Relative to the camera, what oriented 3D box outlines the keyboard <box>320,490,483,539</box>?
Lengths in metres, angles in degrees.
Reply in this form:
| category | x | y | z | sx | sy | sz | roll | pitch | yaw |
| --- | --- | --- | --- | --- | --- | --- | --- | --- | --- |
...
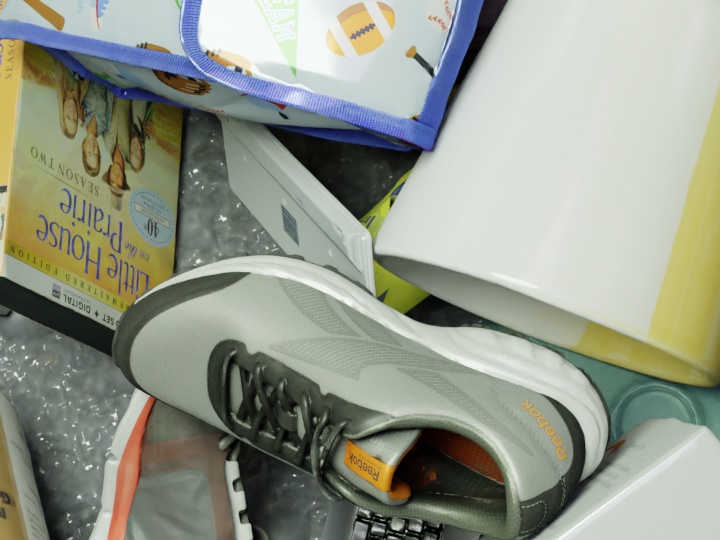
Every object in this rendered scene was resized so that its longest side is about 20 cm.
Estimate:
| category | x | y | z | sx | sy | sz | roll | pitch | yaw |
| --- | --- | --- | --- | --- | --- | --- | --- | --- | --- |
| keyboard | 0.028 | 0.183 | 0.711 | 0.127 | 0.021 | 0.200 | 13 | 87 | 16 |

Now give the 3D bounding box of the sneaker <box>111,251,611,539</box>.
| category | x | y | z | sx | sy | sz | roll | pitch | yaw |
| --- | --- | --- | --- | --- | --- | --- | --- | --- | --- |
| sneaker | -0.009 | 0.049 | 0.630 | 0.200 | 0.074 | 0.079 | 14 | 32 | 19 |

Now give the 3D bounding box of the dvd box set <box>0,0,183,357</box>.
| category | x | y | z | sx | sy | sz | roll | pitch | yaw |
| --- | --- | --- | --- | --- | --- | --- | --- | --- | --- |
| dvd box set | -0.131 | -0.070 | 0.779 | 0.029 | 0.146 | 0.200 | -6 | 70 | 22 |

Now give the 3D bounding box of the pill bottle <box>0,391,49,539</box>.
| category | x | y | z | sx | sy | sz | roll | pitch | yaw |
| --- | --- | --- | --- | --- | --- | --- | --- | --- | --- |
| pill bottle | -0.185 | 0.144 | 0.703 | 0.114 | 0.114 | 0.200 | -29 | 44 | 2 |

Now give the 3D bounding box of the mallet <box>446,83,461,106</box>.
| category | x | y | z | sx | sy | sz | roll | pitch | yaw |
| --- | --- | --- | --- | --- | --- | --- | --- | --- | --- |
| mallet | 0.090 | -0.091 | 0.799 | 0.200 | 0.066 | 0.041 | -7 | 106 | -5 |

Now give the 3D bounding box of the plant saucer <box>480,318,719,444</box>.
| category | x | y | z | sx | sy | sz | roll | pitch | yaw |
| --- | --- | --- | --- | --- | --- | --- | --- | --- | --- |
| plant saucer | 0.132 | 0.072 | 0.735 | 0.200 | 0.036 | 0.200 | -4 | 71 | 12 |

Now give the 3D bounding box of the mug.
| category | x | y | z | sx | sy | sz | roll | pitch | yaw |
| --- | --- | --- | --- | --- | --- | --- | --- | --- | --- |
| mug | 0.113 | -0.043 | 0.679 | 0.149 | 0.186 | 0.153 | 12 | 80 | 55 |

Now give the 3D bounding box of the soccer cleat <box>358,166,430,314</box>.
| category | x | y | z | sx | sy | sz | roll | pitch | yaw |
| --- | --- | --- | --- | --- | --- | --- | --- | --- | --- |
| soccer cleat | 0.000 | -0.001 | 0.761 | 0.200 | 0.084 | 0.065 | -35 | 69 | 0 |

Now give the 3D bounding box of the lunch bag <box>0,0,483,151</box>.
| category | x | y | z | sx | sy | sz | roll | pitch | yaw |
| --- | --- | --- | --- | --- | --- | --- | --- | --- | --- |
| lunch bag | -0.034 | -0.147 | 0.678 | 0.200 | 0.124 | 0.170 | 16 | 90 | 31 |

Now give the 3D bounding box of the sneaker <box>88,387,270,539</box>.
| category | x | y | z | sx | sy | sz | roll | pitch | yaw |
| --- | --- | --- | --- | --- | --- | --- | --- | --- | --- |
| sneaker | -0.071 | 0.101 | 0.737 | 0.082 | 0.077 | 0.200 | 20 | 107 | 3 |

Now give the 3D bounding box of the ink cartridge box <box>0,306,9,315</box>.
| category | x | y | z | sx | sy | sz | roll | pitch | yaw |
| --- | --- | --- | --- | --- | --- | --- | --- | --- | --- |
| ink cartridge box | -0.276 | -0.067 | 0.810 | 0.200 | 0.145 | 0.145 | 3 | 73 | 13 |

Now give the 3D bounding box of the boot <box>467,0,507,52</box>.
| category | x | y | z | sx | sy | sz | roll | pitch | yaw |
| --- | --- | --- | --- | --- | --- | --- | --- | --- | --- |
| boot | 0.068 | -0.136 | 0.788 | 0.200 | 0.097 | 0.075 | -6 | 86 | 16 |

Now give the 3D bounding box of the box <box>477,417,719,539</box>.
| category | x | y | z | sx | sy | sz | roll | pitch | yaw |
| --- | --- | --- | --- | --- | --- | --- | --- | --- | --- |
| box | 0.069 | 0.153 | 0.630 | 0.200 | 0.124 | 0.098 | -36 | 87 | -2 |

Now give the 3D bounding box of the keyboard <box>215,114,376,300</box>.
| category | x | y | z | sx | sy | sz | roll | pitch | yaw |
| --- | --- | --- | --- | --- | --- | --- | --- | --- | --- |
| keyboard | -0.031 | -0.028 | 0.737 | 0.011 | 0.056 | 0.200 | -19 | 29 | -14 |
